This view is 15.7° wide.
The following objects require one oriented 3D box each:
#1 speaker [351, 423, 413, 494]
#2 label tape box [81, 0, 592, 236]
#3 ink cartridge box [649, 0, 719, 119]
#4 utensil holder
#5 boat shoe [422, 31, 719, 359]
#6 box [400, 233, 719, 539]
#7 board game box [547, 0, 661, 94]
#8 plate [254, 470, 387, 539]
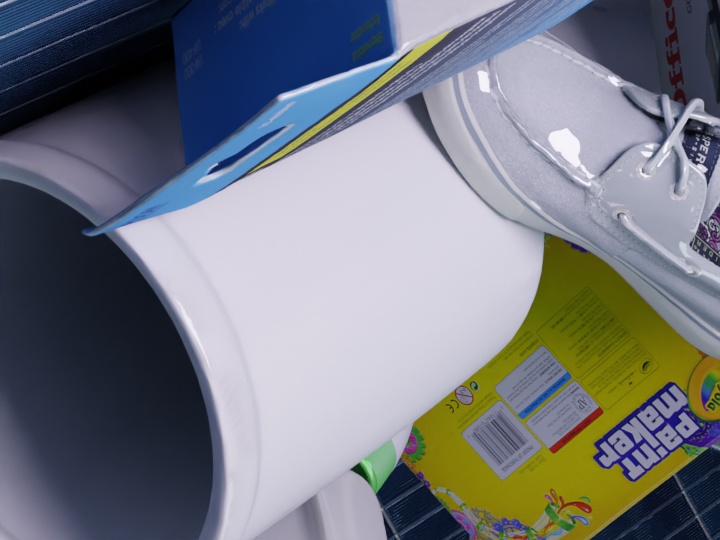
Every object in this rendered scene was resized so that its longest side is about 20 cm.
[{"bbox_3d":[0.000,0.000,1.125,0.088,0.088,0.201,-30,-146,50],"label":"speaker"},{"bbox_3d":[0.009,-0.090,0.799,0.199,0.066,0.143,-26,178,-32],"label":"label tape box"},{"bbox_3d":[0.179,-0.125,0.944,0.084,0.147,0.200,-2,169,-19],"label":"ink cartridge box"},{"bbox_3d":[-0.052,0.007,0.939,0.170,0.171,0.200,-30,180,43],"label":"utensil holder"},{"bbox_3d":[0.109,-0.035,0.945,0.071,0.200,0.070,-16,-133,47],"label":"boat shoe"},{"bbox_3d":[0.134,0.011,1.200,0.193,0.122,0.200,-41,177,-45],"label":"box"},{"bbox_3d":[0.149,-0.099,1.130,0.200,0.200,0.026,-29,140,-42],"label":"board game box"},{"bbox_3d":[-0.083,0.115,0.961,0.198,0.033,0.200,-5,-162,-5],"label":"plate"}]
